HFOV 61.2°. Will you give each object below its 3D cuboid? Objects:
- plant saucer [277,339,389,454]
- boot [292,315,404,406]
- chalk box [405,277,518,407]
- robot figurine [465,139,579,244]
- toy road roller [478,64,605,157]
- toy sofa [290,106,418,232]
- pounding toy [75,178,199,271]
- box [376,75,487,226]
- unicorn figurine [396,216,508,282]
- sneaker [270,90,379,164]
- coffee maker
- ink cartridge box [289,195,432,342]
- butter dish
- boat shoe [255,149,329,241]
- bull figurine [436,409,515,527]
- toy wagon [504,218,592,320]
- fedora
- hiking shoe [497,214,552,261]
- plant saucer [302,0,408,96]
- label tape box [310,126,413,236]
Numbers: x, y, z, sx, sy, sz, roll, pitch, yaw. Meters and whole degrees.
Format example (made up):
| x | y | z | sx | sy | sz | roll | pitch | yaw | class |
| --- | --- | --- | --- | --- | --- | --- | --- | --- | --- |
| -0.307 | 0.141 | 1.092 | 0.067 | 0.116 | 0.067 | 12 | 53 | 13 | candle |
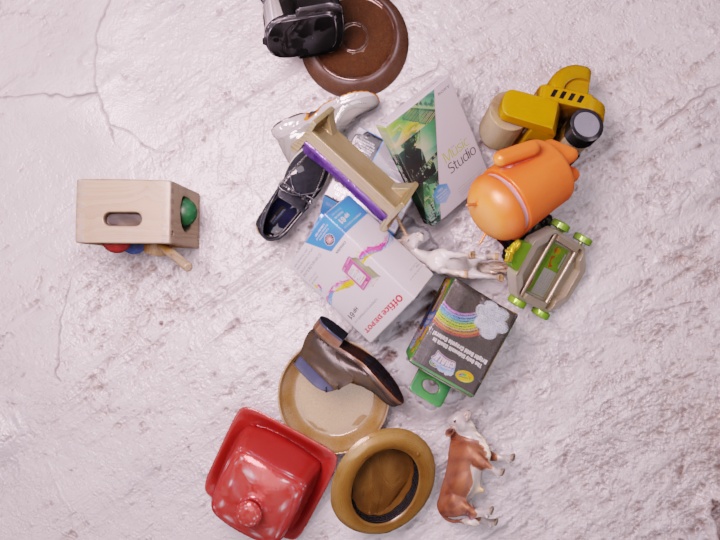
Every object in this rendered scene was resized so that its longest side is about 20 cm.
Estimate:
| x | y | z | sx | sy | sz | roll | pitch | yaw | class |
| --- | --- | --- | --- | --- | --- | --- | --- | --- | --- |
| -0.047 | 0.220 | 1.081 | 0.197 | 0.035 | 0.203 | 0 | 89 | 2 | plant saucer |
| -0.022 | 0.179 | 1.035 | 0.200 | 0.075 | 0.097 | 43 | 103 | 9 | boot |
| 0.155 | 0.128 | 1.031 | 0.124 | 0.124 | 0.202 | 30 | 92 | 2 | chalk box |
| 0.249 | -0.127 | 0.952 | 0.199 | 0.144 | 0.117 | -36 | 80 | -12 | robot figurine |
| 0.312 | -0.273 | 1.034 | 0.197 | 0.123 | 0.148 | 13 | 76 | 0 | toy road roller |
| -0.015 | -0.152 | 0.968 | 0.200 | 0.083 | 0.098 | 41 | 127 | -6 | toy sofa |
| -0.352 | -0.071 | 1.023 | 0.197 | 0.184 | 0.144 | 1 | 90 | 2 | pounding toy |
| 0.126 | -0.196 | 1.013 | 0.144 | 0.036 | 0.201 | -40 | 121 | -14 | box |
| 0.153 | -0.019 | 1.020 | 0.199 | 0.137 | 0.075 | 30 | 79 | -33 | unicorn figurine |
| -0.052 | -0.247 | 1.076 | 0.198 | 0.076 | 0.093 | -21 | 97 | 9 | sneaker |
| -0.091 | -0.478 | 1.014 | 0.190 | 0.135 | 0.202 | -22 | 73 | 14 | coffee maker |
| 0.000 | 0.000 | 1.025 | 0.200 | 0.085 | 0.145 | 42 | 131 | 2 | ink cartridge box |
| -0.167 | 0.369 | 1.016 | 0.198 | 0.148 | 0.201 | 27 | 105 | 2 | butter dish |
| -0.113 | -0.131 | 1.053 | 0.074 | 0.062 | 0.201 | 34 | 104 | -19 | boat shoe |
| 0.191 | 0.342 | 1.047 | 0.120 | 0.065 | 0.203 | 16 | 99 | 35 | bull figurine |
| 0.300 | -0.009 | 1.011 | 0.199 | 0.040 | 0.156 | 22 | 100 | -35 | toy wagon |
| 0.032 | 0.347 | 1.040 | 0.198 | 0.082 | 0.203 | -4 | 107 | -15 | fedora |
| 0.275 | -0.087 | 1.056 | 0.100 | 0.076 | 0.202 | -29 | 102 | -7 | hiking shoe |
| -0.012 | -0.412 | 1.089 | 0.197 | 0.034 | 0.203 | 0 | 90 | 3 | plant saucer |
| 0.015 | -0.126 | 1.068 | 0.142 | 0.066 | 0.202 | 28 | 89 | 2 | label tape box |
